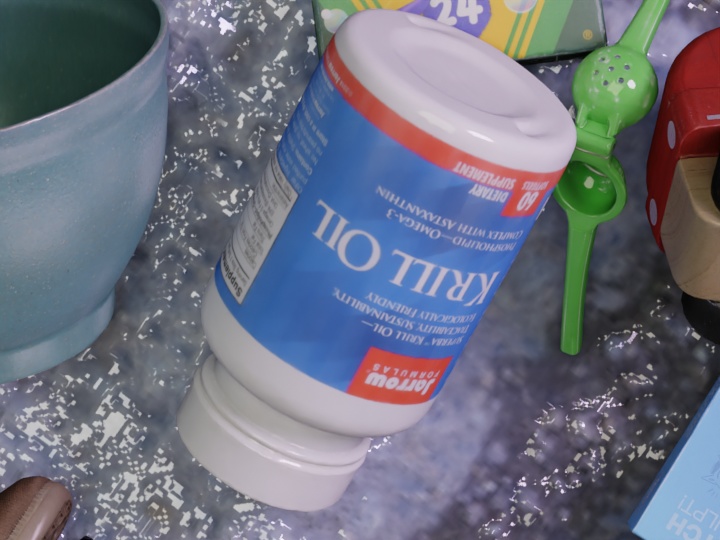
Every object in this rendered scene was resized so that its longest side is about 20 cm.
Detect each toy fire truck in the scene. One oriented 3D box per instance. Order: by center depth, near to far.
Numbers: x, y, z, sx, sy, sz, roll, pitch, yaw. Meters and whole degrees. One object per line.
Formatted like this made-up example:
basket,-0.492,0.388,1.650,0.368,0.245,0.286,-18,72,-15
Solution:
toy fire truck,0.206,-0.087,1.148,0.175,0.129,0.200,-4,49,-9

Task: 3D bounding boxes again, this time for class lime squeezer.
lime squeezer,0.104,-0.057,1.161,0.038,0.071,0.201,15,100,3

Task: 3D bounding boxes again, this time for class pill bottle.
pill bottle,0.000,0.000,1.146,0.112,0.112,0.200,29,114,3

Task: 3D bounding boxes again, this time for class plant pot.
plant pot,-0.171,-0.033,1.148,0.200,0.200,0.135,-5,117,4

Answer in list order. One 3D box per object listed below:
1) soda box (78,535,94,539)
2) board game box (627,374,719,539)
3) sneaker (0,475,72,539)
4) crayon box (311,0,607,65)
soda box,-0.160,0.217,1.197,0.063,0.071,0.200,36,93,4
board game box,0.241,0.101,1.183,0.200,0.040,0.153,31,93,3
sneaker,-0.213,0.158,1.201,0.075,0.070,0.200,40,93,3
crayon box,0.033,-0.187,1.187,0.125,0.052,0.201,-8,90,4
